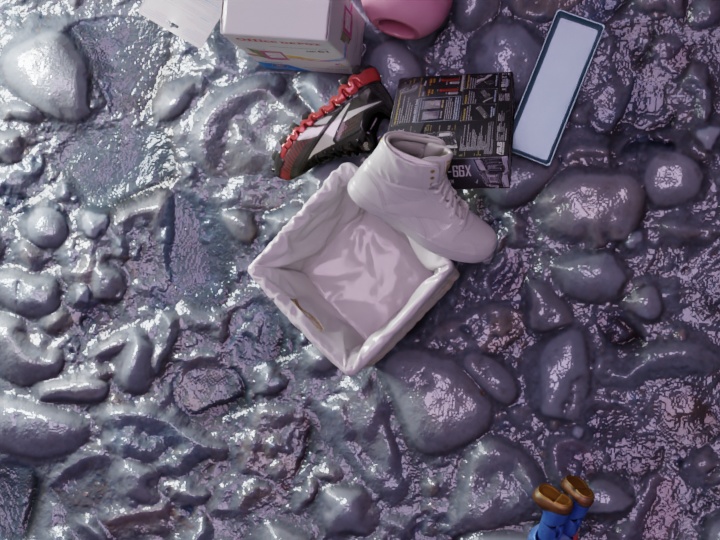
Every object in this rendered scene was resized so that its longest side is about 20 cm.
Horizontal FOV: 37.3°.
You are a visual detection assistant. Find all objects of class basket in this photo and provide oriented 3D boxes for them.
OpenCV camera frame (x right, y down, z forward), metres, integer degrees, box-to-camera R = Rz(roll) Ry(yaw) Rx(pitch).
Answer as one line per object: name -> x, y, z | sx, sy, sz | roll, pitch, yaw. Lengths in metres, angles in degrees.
basket -> 0.000, 0.000, 1.395 | 0.198, 0.161, 0.200 | 45, 97, 10

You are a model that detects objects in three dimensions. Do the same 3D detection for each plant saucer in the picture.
plant saucer -> 0.258, -0.243, 1.426 | 0.069, 0.019, 0.201 | 22, 91, 12

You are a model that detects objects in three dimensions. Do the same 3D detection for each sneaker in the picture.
sneaker -> -0.032, -0.183, 1.456 | 0.200, 0.071, 0.098 | -42, 78, 6
sneaker -> 0.095, -0.090, 1.272 | 0.199, 0.074, 0.116 | 26, 136, -11

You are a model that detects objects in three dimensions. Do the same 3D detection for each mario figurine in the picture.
mario figurine -> 0.222, 0.351, 1.361 | 0.122, 0.106, 0.201 | 11, 113, -7

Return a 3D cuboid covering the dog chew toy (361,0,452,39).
dog chew toy -> 0.075, -0.415, 1.425 | 0.124, 0.125, 0.201 | 14, 82, 12

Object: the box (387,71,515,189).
box -> 0.117, -0.181, 1.372 | 0.156, 0.201, 0.050 | -2, 131, 11

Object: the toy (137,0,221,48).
toy -> -0.213, -0.420, 1.518 | 0.115, 0.047, 0.201 | 31, 90, 15

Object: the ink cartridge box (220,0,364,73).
ink cartridge box -> -0.086, -0.323, 1.408 | 0.143, 0.200, 0.085 | 6, 88, 12
